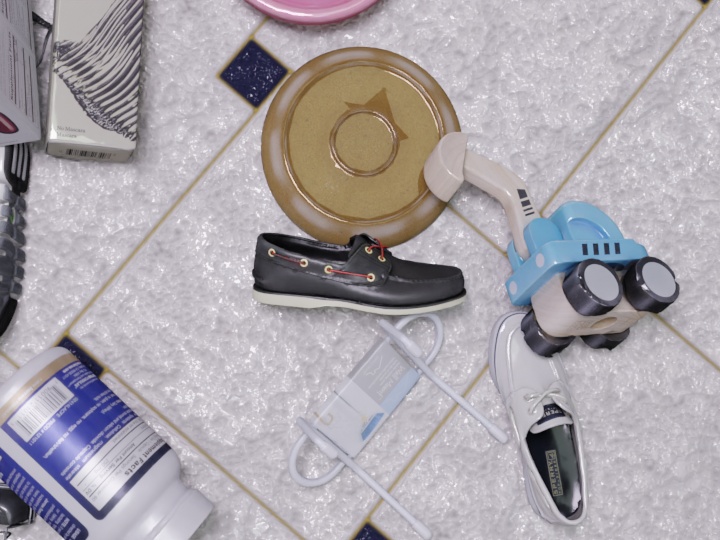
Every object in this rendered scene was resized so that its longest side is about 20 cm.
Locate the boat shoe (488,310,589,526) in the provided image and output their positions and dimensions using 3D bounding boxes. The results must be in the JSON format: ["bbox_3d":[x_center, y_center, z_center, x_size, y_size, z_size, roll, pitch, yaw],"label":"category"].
[{"bbox_3d":[0.167,0.134,0.859,0.071,0.066,0.202,-7,83,-7],"label":"boat shoe"}]

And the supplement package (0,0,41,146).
[{"bbox_3d":[-0.392,-0.185,0.793,0.198,0.111,0.158,-9,76,0],"label":"supplement package"}]

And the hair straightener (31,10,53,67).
[{"bbox_3d":[-0.371,-0.181,0.876,0.199,0.041,0.078,-28,87,-10],"label":"hair straightener"}]

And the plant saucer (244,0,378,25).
[{"bbox_3d":[-0.049,-0.331,0.902,0.198,0.051,0.203,0,85,-4],"label":"plant saucer"}]

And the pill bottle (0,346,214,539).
[{"bbox_3d":[-0.229,0.172,0.806,0.200,0.116,0.116,43,83,1],"label":"pill bottle"}]

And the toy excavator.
[{"bbox_3d":[0.165,-0.031,0.861,0.192,0.100,0.202,-1,60,-26],"label":"toy excavator"}]

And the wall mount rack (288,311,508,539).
[{"bbox_3d":[0.037,0.143,0.852,0.200,0.074,0.174,-49,127,-6],"label":"wall mount rack"}]

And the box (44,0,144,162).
[{"bbox_3d":[-0.243,-0.206,0.860,0.081,0.068,0.203,2,85,-20],"label":"box"}]

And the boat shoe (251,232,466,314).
[{"bbox_3d":[0.000,0.001,0.855,0.199,0.074,0.064,5,105,0],"label":"boat shoe"}]

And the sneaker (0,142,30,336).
[{"bbox_3d":[-0.369,-0.032,0.846,0.114,0.075,0.202,1,74,1],"label":"sneaker"}]

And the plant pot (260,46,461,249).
[{"bbox_3d":[0.003,-0.120,0.896,0.198,0.027,0.203,0,85,-4],"label":"plant pot"}]

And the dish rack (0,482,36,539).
[{"bbox_3d":[-0.377,0.287,0.817,0.152,0.055,0.202,6,86,-2],"label":"dish rack"}]
